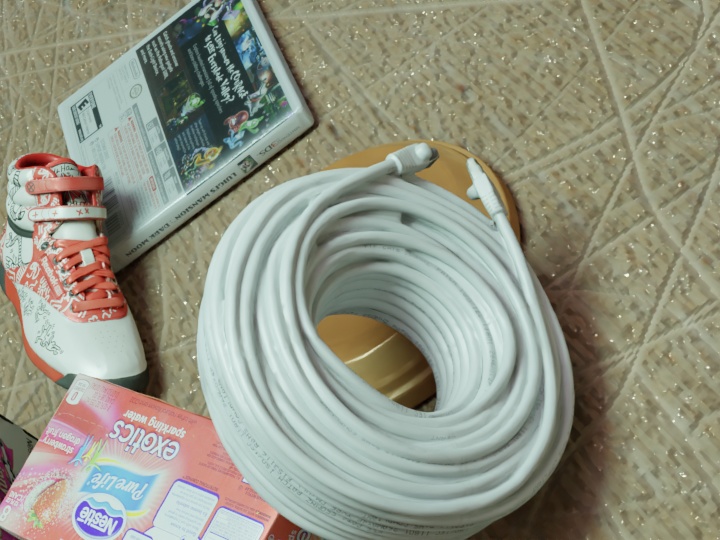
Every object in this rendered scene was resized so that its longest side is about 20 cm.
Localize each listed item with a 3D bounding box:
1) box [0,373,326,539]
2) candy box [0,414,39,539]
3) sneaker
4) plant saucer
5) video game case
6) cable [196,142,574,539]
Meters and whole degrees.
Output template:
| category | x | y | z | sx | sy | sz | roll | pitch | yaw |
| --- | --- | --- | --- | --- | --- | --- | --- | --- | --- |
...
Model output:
| category | x | y | z | sx | sy | sz | roll | pitch | yaw |
| --- | --- | --- | --- | --- | --- | --- | --- | --- | --- |
| box | -0.093 | 0.140 | 0.825 | 0.199 | 0.095 | 0.103 | 12 | 65 | 43 |
| candy box | -0.255 | 0.127 | 0.882 | 0.061 | 0.200 | 0.137 | -32 | 45 | 14 |
| sneaker | -0.192 | -0.006 | 1.004 | 0.201 | 0.067 | 0.109 | 44 | 130 | 50 |
| plant saucer | 0.000 | 0.000 | 0.908 | 0.199 | 0.037 | 0.201 | -21 | 46 | 24 |
| video game case | -0.134 | -0.114 | 1.114 | 0.181 | 0.023 | 0.201 | -36 | 42 | 10 |
| cable | 0.012 | 0.041 | 0.754 | 0.069 | 0.199 | 0.201 | -51 | 59 | 49 |
